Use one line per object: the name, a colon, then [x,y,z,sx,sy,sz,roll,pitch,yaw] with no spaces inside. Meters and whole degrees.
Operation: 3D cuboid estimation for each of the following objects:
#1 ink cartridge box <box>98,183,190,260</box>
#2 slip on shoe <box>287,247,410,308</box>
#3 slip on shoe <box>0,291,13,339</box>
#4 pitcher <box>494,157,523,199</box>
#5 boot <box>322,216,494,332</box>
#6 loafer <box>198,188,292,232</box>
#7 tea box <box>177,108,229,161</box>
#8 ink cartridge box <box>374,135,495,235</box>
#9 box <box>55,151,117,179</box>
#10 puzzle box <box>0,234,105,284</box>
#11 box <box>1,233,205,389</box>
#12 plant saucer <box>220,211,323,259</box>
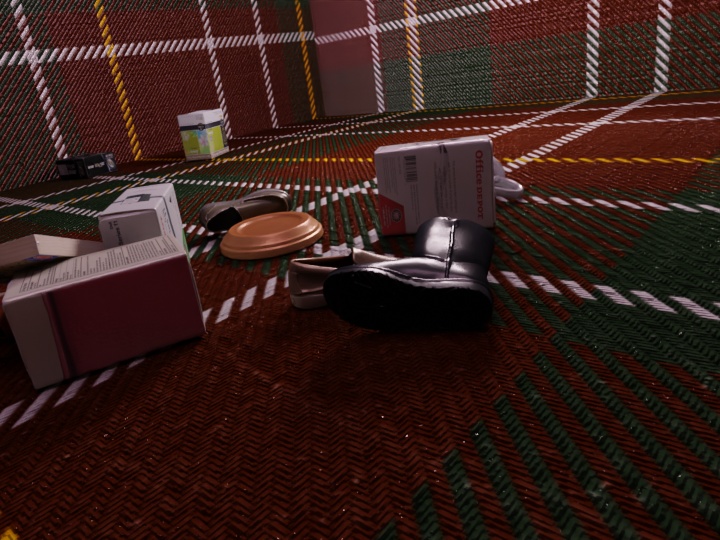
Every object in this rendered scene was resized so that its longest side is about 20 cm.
ink cartridge box: [-0.330,-0.043,0.847,0.081,0.150,0.200,-10,21,-8]
slip on shoe: [0.000,0.000,0.723,0.195,0.062,0.076,-9,20,-1]
slip on shoe: [-0.479,0.062,0.754,0.196,0.075,0.062,-12,45,-14]
pitcher: [0.212,-0.182,1.069,0.197,0.124,0.171,-9,32,-37]
boot: [0.066,-0.003,0.660,0.195,0.078,0.169,3,30,10]
loafer: [-0.236,-0.113,1.121,0.196,0.077,0.070,-16,32,-6]
tea box: [-0.700,-0.610,2.423,0.130,0.201,0.200,-3,20,12]
ink cartridge box: [0.131,-0.149,0.943,0.195,0.150,0.083,-3,18,11]
box: [-1.229,-0.472,2.426,0.196,0.088,0.164,2,23,26]
puzzle box: [-0.429,-0.011,0.715,0.130,0.026,0.200,-17,-1,1]
box: [-0.307,0.041,0.665,0.196,0.111,0.127,-17,21,-22]
plant saucer: [-0.168,-0.072,1.017,0.195,0.038,0.201,-7,20,3]
